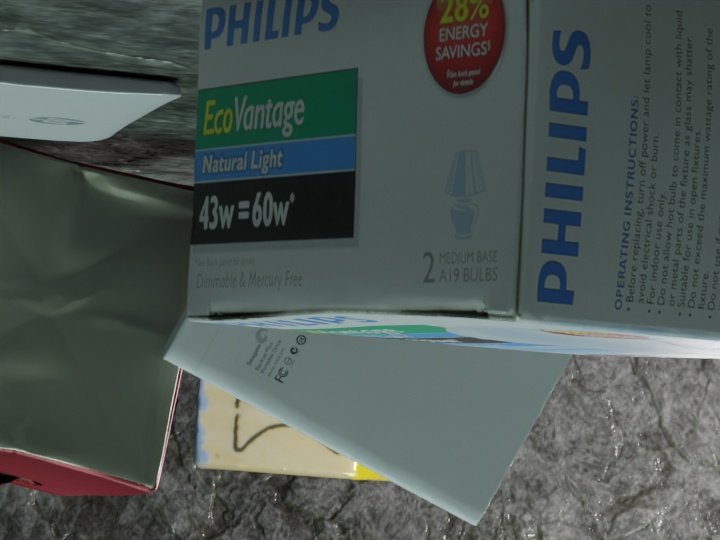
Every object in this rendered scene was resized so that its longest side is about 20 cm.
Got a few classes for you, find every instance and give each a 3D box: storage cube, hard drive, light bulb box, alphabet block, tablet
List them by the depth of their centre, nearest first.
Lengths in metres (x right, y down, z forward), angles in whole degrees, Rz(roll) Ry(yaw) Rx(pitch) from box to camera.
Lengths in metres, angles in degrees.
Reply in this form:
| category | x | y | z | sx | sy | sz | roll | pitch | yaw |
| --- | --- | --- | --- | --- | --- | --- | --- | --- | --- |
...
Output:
| category | x | y | z | sx | sy | sz | roll | pitch | yaw |
| --- | --- | --- | --- | --- | --- | --- | --- | --- | --- |
| light bulb box | 0.072 | -0.035 | 0.967 | 0.199 | 0.126 | 0.198 | 5 | 176 | -36 |
| tablet | -0.169 | -0.081 | 1.319 | 0.129 | 0.014 | 0.200 | 4 | 176 | -16 |
| hard drive | 0.009 | 0.036 | 1.478 | 0.199 | 0.132 | 0.027 | 29 | -176 | -10 |
| storage cube | -0.201 | 0.025 | 1.536 | 0.170 | 0.201 | 0.180 | 15 | 171 | -19 |
| alphabet block | -0.065 | 0.143 | 3.113 | 0.199 | 0.197 | 0.196 | 3 | 178 | 17 |
